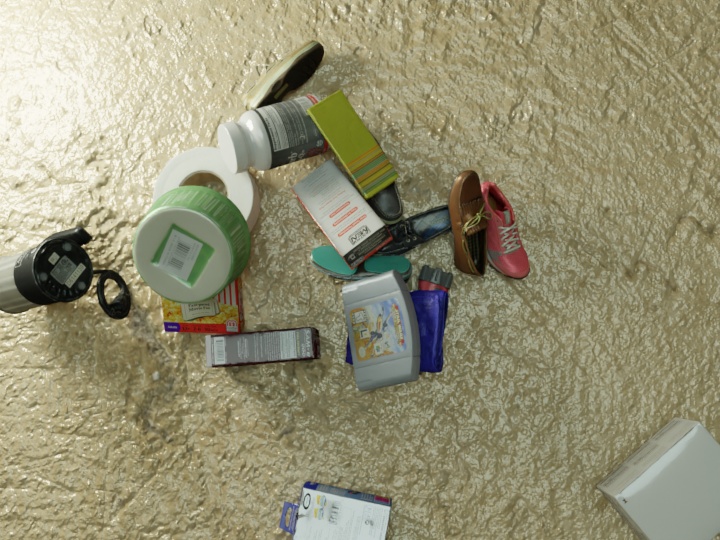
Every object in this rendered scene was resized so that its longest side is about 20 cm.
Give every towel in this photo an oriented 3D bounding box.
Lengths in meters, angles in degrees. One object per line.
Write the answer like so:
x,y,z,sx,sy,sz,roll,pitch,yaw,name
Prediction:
-0.013,-0.235,1.275,0.086,0.018,0.201,-35,91,-23,towel
0.062,0.107,1.255,0.199,0.049,0.149,-1,77,32,towel

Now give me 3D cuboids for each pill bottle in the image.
-0.162,-0.256,1.297,0.199,0.116,0.117,-21,81,-23,pill bottle

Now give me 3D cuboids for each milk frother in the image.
-0.574,0.034,1.312,0.187,0.181,0.201,-10,113,36,milk frother

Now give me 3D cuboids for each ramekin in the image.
-0.298,-0.040,1.194,0.198,0.098,0.202,1,110,3,ramekin

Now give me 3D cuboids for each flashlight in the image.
0.118,0.093,1.293,0.068,0.068,0.202,17,88,30,flashlight

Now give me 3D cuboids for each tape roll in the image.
-0.302,-0.138,1.343,0.200,0.071,0.205,0,83,4,tape roll

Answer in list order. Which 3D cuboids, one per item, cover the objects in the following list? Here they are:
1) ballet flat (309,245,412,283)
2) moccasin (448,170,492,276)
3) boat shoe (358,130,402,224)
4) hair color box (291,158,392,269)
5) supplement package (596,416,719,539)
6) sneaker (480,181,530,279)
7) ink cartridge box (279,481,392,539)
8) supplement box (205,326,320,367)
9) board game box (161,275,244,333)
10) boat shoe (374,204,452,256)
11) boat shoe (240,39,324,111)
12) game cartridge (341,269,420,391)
0.000,0.000,1.307,0.198,0.074,0.075,10,83,9,ballet flat
0.206,-0.085,1.257,0.073,0.078,0.203,-15,115,-31,moccasin
0.026,-0.185,1.320,0.073,0.065,0.201,-23,75,-13,boat shoe
-0.037,-0.109,1.293,0.101,0.061,0.200,-36,58,-1,hair color box
0.555,0.387,1.200,0.200,0.111,0.156,-40,82,-2,supplement package
0.264,-0.077,1.286,0.073,0.087,0.201,-23,81,-15,sneaker
-0.050,0.469,1.242,0.198,0.076,0.138,11,82,3,ink cartridge box
-0.179,0.145,1.278,0.198,0.109,0.062,-5,82,2,supplement box
-0.302,0.018,1.292,0.150,0.046,0.202,1,109,3,board game box
0.108,-0.076,1.312,0.198,0.066,0.070,-19,81,1,boat shoe
-0.163,-0.399,1.376,0.200,0.072,0.076,-43,66,-4,boat shoe
0.040,0.107,1.225,0.132,0.041,0.202,-19,74,34,game cartridge
